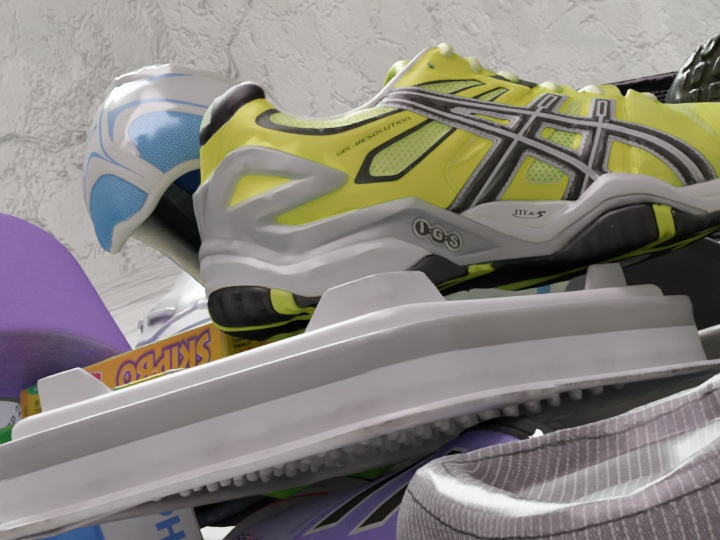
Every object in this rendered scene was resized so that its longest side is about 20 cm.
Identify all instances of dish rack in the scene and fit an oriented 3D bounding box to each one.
[{"bbox_3d":[-0.001,0.034,0.792,0.172,0.044,0.200,-18,-8,30],"label":"dish rack"}]

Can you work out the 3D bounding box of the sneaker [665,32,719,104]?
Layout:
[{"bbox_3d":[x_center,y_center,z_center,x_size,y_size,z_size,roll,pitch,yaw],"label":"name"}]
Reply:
[{"bbox_3d":[0.196,-0.028,0.908,0.200,0.078,0.085,16,0,4],"label":"sneaker"}]

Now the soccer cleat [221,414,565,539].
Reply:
[{"bbox_3d":[0.007,0.086,0.737,0.073,0.068,0.200,-27,3,-26],"label":"soccer cleat"}]

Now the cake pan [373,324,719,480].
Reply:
[{"bbox_3d":[0.098,0.054,0.870,0.200,0.037,0.200,-20,5,2],"label":"cake pan"}]

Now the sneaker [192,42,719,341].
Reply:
[{"bbox_3d":[0.046,-0.034,0.831,0.200,0.076,0.075,-10,-9,-19],"label":"sneaker"}]

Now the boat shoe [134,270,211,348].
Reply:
[{"bbox_3d":[-0.051,0.024,1.041,0.074,0.065,0.200,12,-16,-23],"label":"boat shoe"}]

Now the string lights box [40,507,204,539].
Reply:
[{"bbox_3d":[-0.153,0.131,0.918,0.200,0.059,0.103,-22,2,-21],"label":"string lights box"}]

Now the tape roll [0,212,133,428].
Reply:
[{"bbox_3d":[-0.171,0.071,0.981,0.200,0.066,0.200,-25,-34,-18],"label":"tape roll"}]

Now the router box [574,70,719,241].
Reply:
[{"bbox_3d":[0.152,-0.047,1.144,0.200,0.051,0.149,-9,-10,19],"label":"router box"}]

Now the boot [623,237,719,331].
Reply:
[{"bbox_3d":[0.110,0.013,1.119,0.200,0.069,0.174,4,3,31],"label":"boot"}]

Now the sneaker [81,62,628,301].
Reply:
[{"bbox_3d":[0.000,0.000,0.893,0.200,0.073,0.072,23,-36,-21],"label":"sneaker"}]

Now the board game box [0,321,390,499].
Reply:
[{"bbox_3d":[-0.026,0.053,0.961,0.095,0.030,0.200,-20,-21,36],"label":"board game box"}]

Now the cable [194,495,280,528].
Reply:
[{"bbox_3d":[-0.036,0.072,1.185,0.200,0.051,0.163,-18,5,22],"label":"cable"}]

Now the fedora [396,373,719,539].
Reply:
[{"bbox_3d":[0.066,0.065,0.529,0.177,0.090,0.200,-19,5,16],"label":"fedora"}]
